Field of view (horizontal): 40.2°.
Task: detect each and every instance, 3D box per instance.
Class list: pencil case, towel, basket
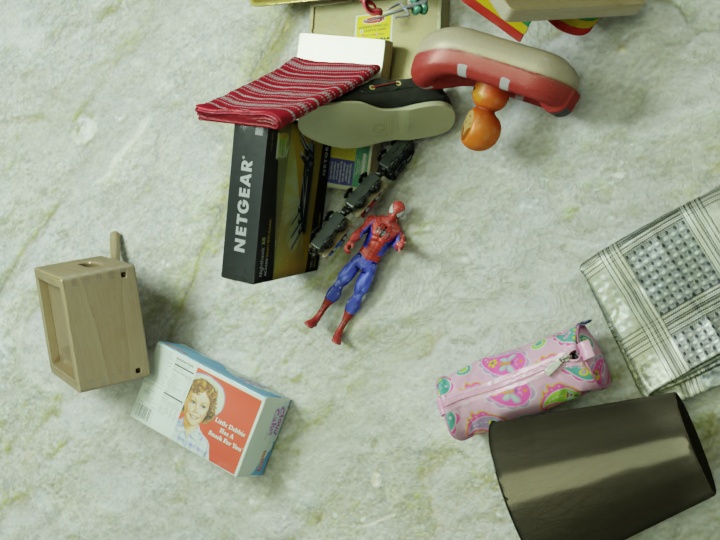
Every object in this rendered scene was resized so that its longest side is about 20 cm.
[{"bbox_3d":[0.186,0.128,1.135,0.200,0.087,0.088,-24,73,24],"label":"pencil case"},{"bbox_3d":[-0.088,-0.221,1.204,0.144,0.200,0.023,13,125,36],"label":"towel"},{"bbox_3d":[0.264,0.215,1.059,0.200,0.136,0.181,-24,87,19],"label":"basket"},{"bbox_3d":[0.362,0.034,1.084,0.192,0.035,0.200,-31,71,21],"label":"towel"}]

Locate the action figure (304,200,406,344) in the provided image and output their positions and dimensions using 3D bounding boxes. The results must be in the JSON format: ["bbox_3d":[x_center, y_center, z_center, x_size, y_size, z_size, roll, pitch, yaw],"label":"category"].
[{"bbox_3d":[0.000,0.000,1.243,0.065,0.099,0.200,31,96,1],"label":"action figure"}]

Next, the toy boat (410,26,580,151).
[{"bbox_3d":[0.152,-0.206,1.166,0.200,0.130,0.131,21,99,19],"label":"toy boat"}]

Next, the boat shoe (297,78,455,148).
[{"bbox_3d":[0.016,-0.201,1.232,0.201,0.074,0.063,-7,54,-14],"label":"boat shoe"}]

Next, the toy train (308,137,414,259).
[{"bbox_3d":[0.002,-0.093,1.258,0.034,0.046,0.200,36,79,23],"label":"toy train"}]

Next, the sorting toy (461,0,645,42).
[{"bbox_3d":[0.194,-0.350,1.151,0.199,0.200,0.070,63,147,27],"label":"sorting toy"}]

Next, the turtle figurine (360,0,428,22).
[{"bbox_3d":[0.051,-0.395,1.233,0.200,0.101,0.150,-36,105,-16],"label":"turtle figurine"}]

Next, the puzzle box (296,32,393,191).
[{"bbox_3d":[-0.031,-0.209,1.306,0.133,0.025,0.201,12,100,27],"label":"puzzle box"}]

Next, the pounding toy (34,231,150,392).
[{"bbox_3d":[-0.370,0.050,1.396,0.200,0.142,0.185,10,109,59],"label":"pounding toy"}]

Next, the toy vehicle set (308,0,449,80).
[{"bbox_3d":[0.021,-0.304,1.313,0.199,0.026,0.125,1,84,28],"label":"toy vehicle set"}]

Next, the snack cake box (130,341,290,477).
[{"bbox_3d":[-0.206,0.187,1.344,0.200,0.067,0.115,23,92,28],"label":"snack cake box"}]

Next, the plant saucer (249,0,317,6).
[{"bbox_3d":[-0.045,-0.454,1.351,0.199,0.048,0.201,3,80,28],"label":"plant saucer"}]

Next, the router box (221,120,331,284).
[{"bbox_3d":[-0.104,-0.092,1.253,0.052,0.157,0.201,12,103,27],"label":"router box"}]
